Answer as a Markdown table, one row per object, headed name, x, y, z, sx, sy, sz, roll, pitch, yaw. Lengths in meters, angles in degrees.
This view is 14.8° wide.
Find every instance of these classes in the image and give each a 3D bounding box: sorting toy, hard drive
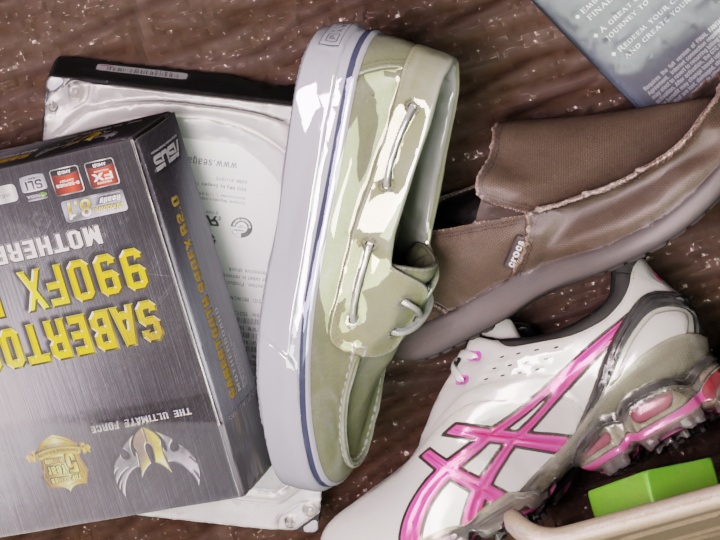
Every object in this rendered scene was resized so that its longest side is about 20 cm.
| name | x | y | z | sx | sy | sz | roll | pitch | yaw |
| --- | --- | --- | --- | --- | --- | --- | --- | --- | --- |
| sorting toy | 0.166 | 0.095 | 1.176 | 0.199 | 0.185 | 0.037 | -11 | 78 | 7 |
| hard drive | -0.075 | 0.013 | 1.212 | 0.139 | 0.038 | 0.201 | 7 | 111 | -2 |

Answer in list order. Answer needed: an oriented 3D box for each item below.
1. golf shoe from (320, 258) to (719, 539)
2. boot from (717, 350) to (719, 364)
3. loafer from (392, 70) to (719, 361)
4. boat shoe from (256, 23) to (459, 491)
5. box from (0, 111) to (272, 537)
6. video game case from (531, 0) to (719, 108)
| name | x | y | z | sx | sy | sz | roll | pitch | yaw |
| --- | --- | --- | --- | --- | --- | --- | --- | --- | --- |
| golf shoe | 0.063 | 0.069 | 1.221 | 0.200 | 0.073 | 0.092 | -31 | 82 | 11 |
| boot | 0.213 | 0.023 | 1.124 | 0.064 | 0.200 | 0.187 | 28 | 108 | -9 |
| loafer | 0.080 | -0.032 | 1.164 | 0.200 | 0.073 | 0.071 | -30 | 103 | 20 |
| boat shoe | 0.000 | 0.000 | 1.141 | 0.062 | 0.072 | 0.201 | 12 | 110 | 20 |
| box | -0.151 | 0.031 | 1.177 | 0.199 | 0.048 | 0.159 | -10 | 103 | 22 |
| video game case | 0.125 | -0.159 | 1.155 | 0.143 | 0.019 | 0.200 | -42 | 104 | 14 |
